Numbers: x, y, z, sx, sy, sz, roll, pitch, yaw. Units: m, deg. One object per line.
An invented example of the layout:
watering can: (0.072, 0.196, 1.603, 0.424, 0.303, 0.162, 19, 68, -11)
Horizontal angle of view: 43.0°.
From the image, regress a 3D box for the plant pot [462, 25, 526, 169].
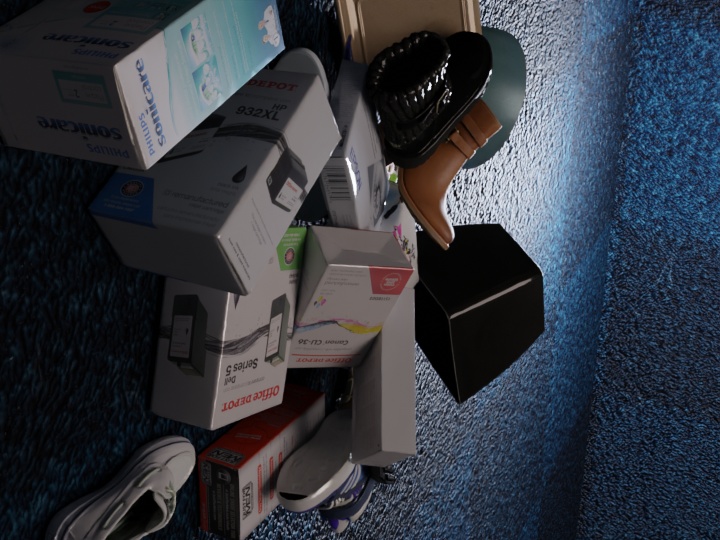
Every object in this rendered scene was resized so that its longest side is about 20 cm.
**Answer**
plant pot: (0.117, -0.257, 1.278, 0.133, 0.199, 0.203, 12, 90, -30)

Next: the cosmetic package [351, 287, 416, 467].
cosmetic package: (0.029, 0.125, 1.090, 0.083, 0.050, 0.203, 139, -43, -58)

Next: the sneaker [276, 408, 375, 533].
sneaker: (-0.035, 0.280, 1.131, 0.200, 0.080, 0.148, -48, 136, -60)

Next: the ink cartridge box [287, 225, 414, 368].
ink cartridge box: (-0.036, 0.049, 1.054, 0.115, 0.068, 0.201, 3, 132, -32)

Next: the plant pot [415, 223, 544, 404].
plant pot: (0.173, 0.043, 1.406, 0.176, 0.200, 0.201, -23, 133, -12)

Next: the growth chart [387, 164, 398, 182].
growth chart: (0.002, -0.130, 1.255, 0.200, 0.018, 0.146, 48, 58, -59)

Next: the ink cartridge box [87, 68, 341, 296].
ink cartridge box: (-0.128, -0.091, 0.839, 0.201, 0.143, 0.084, -62, 150, -31)

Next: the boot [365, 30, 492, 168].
boot: (0.088, -0.236, 1.069, 0.212, 0.079, 0.158, -59, 157, -19)

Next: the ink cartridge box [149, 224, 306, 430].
ink cartridge box: (-0.136, 0.049, 0.955, 0.145, 0.083, 0.203, -9, 108, -64)

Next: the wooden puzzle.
wooden puzzle: (0.058, -0.335, 1.142, 0.198, 0.037, 0.187, -19, 121, -15)

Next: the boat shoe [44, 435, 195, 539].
boat shoe: (-0.213, 0.230, 0.891, 0.200, 0.066, 0.075, -37, 133, -55)

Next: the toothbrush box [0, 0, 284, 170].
toothbrush box: (-0.173, -0.172, 0.708, 0.200, 0.145, 0.086, -53, 145, -41)

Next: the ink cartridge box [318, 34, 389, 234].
ink cartridge box: (-0.001, -0.135, 1.074, 0.201, 0.040, 0.202, 77, 20, -52)

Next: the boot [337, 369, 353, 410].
boot: (0.000, 0.143, 1.307, 0.201, 0.071, 0.156, -62, 152, -42)

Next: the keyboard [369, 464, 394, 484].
keyboard: (0.031, 0.169, 1.166, 0.104, 0.039, 0.203, 31, 51, -66)

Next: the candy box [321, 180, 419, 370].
candy box: (0.000, 0.000, 1.220, 0.200, 0.071, 0.169, -48, 144, -39)

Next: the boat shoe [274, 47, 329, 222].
boat shoe: (-0.058, -0.165, 1.063, 0.091, 0.070, 0.203, -60, 152, -59)

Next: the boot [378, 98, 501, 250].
boot: (0.113, -0.141, 1.160, 0.202, 0.153, 0.074, 63, 5, 16)

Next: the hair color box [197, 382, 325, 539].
hair color box: (-0.115, 0.227, 1.108, 0.200, 0.061, 0.103, -35, 131, -58)
